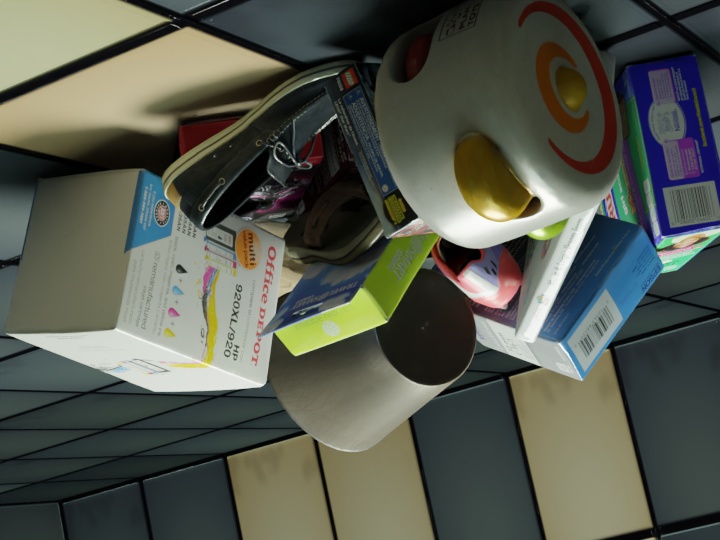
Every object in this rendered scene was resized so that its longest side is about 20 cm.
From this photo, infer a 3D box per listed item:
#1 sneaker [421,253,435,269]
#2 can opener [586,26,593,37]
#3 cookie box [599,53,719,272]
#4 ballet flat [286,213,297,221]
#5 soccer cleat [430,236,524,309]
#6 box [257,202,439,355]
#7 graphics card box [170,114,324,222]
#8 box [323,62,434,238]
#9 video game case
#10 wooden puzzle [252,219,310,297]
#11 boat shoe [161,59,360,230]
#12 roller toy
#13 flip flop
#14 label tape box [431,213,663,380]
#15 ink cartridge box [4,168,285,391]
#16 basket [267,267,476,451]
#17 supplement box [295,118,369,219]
[{"bbox_3d":[0.138,-0.022,1.696,0.198,0.075,0.106,-14,154,17],"label":"sneaker"},{"bbox_3d":[0.157,-0.154,1.465,0.066,0.053,0.200,-8,167,-15],"label":"can opener"},{"bbox_3d":[0.287,-0.095,1.638,0.074,0.173,0.200,-8,168,-5],"label":"cookie box"},{"bbox_3d":[0.021,-0.058,1.793,0.198,0.072,0.072,-12,169,-5],"label":"ballet flat"},{"bbox_3d":[0.086,-0.034,1.587,0.076,0.200,0.067,29,105,-38],"label":"soccer cleat"},{"bbox_3d":[0.000,0.000,1.513,0.121,0.048,0.200,-23,-157,40],"label":"box"},{"bbox_3d":[-0.111,-0.089,1.531,0.124,0.051,0.200,-8,169,-13],"label":"graphics card box"},{"bbox_3d":[0.066,-0.102,1.381,0.040,0.138,0.199,-29,168,35],"label":"box"},{"bbox_3d":[0.182,-0.066,1.484,0.023,0.201,0.183,16,135,-3],"label":"video game case"},{"bbox_3d":[-0.071,-0.013,1.721,0.184,0.047,0.200,9,160,25],"label":"wooden puzzle"},{"bbox_3d":[-0.072,-0.103,1.387,0.199,0.063,0.075,-34,160,4],"label":"boat shoe"},{"bbox_3d":[0.111,-0.120,1.284,0.139,0.184,0.199,-20,169,36],"label":"roller toy"},{"bbox_3d":[-0.020,-0.050,1.503,0.081,0.058,0.199,-44,-162,-23],"label":"flip flop"},{"bbox_3d":[0.169,0.008,1.602,0.199,0.144,0.066,18,153,48],"label":"label tape box"},{"bbox_3d":[-0.189,0.014,1.510,0.144,0.149,0.199,-4,161,37],"label":"ink cartridge box"},{"bbox_3d":[0.015,0.077,1.616,0.136,0.181,0.200,-40,-173,-31],"label":"basket"},{"bbox_3d":[0.008,-0.105,1.560,0.108,0.062,0.200,-8,168,-19],"label":"supplement box"}]
